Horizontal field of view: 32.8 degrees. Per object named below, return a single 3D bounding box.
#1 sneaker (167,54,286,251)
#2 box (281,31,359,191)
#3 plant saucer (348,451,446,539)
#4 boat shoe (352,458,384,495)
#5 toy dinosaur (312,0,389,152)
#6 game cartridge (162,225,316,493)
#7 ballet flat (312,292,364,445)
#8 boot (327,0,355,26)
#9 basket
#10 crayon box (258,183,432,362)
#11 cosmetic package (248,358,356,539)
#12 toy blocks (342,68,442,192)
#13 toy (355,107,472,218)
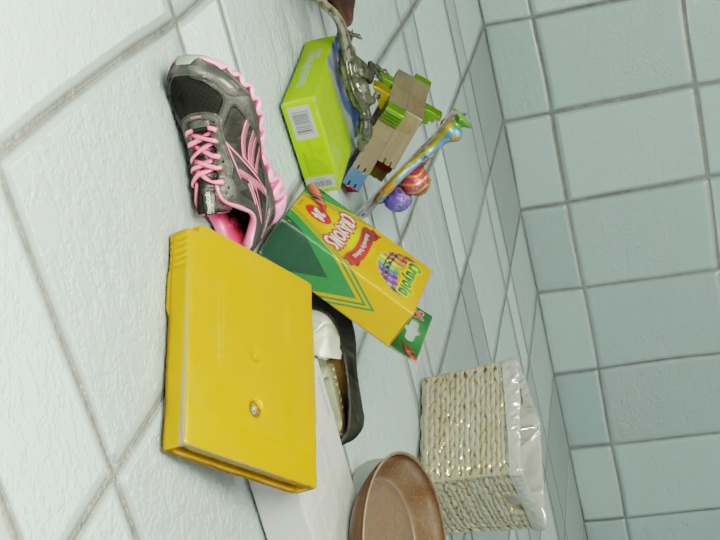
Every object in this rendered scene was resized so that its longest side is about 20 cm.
[{"bbox_3d":[-0.126,-0.096,1.097,0.096,0.078,0.201,-66,145,-43],"label":"sneaker"},{"bbox_3d":[-0.043,-0.196,1.476,0.201,0.047,0.123,-77,154,-56],"label":"box"},{"bbox_3d":[0.036,0.293,1.285,0.200,0.036,0.203,30,55,-56],"label":"plant saucer"},{"bbox_3d":[0.017,0.287,1.391,0.200,0.070,0.064,-61,139,-68],"label":"boat shoe"},{"bbox_3d":[-0.008,-0.248,1.470,0.202,0.047,0.088,70,25,-19],"label":"toy dinosaur"},{"bbox_3d":[-0.102,0.077,1.060,0.176,0.032,0.202,31,48,-48],"label":"game cartridge"},{"bbox_3d":[-0.036,0.099,1.315,0.068,0.067,0.202,-44,123,-61],"label":"ballet flat"},{"bbox_3d":[-0.037,-0.362,1.473,0.201,0.072,0.167,-90,161,-45],"label":"boot"},{"bbox_3d":[0.186,0.270,1.850,0.199,0.159,0.202,63,25,-50],"label":"basket"},{"bbox_3d":[0.000,0.000,1.294,0.199,0.051,0.127,36,24,-3],"label":"crayon box"},{"bbox_3d":[-0.055,0.212,1.207,0.151,0.051,0.202,-60,139,-63],"label":"cosmetic package"},{"bbox_3d":[0.032,-0.177,1.611,0.137,0.099,0.200,-59,-173,25],"label":"toy blocks"},{"bbox_3d":[0.075,-0.125,1.609,0.047,0.200,0.115,43,15,6],"label":"toy"}]
